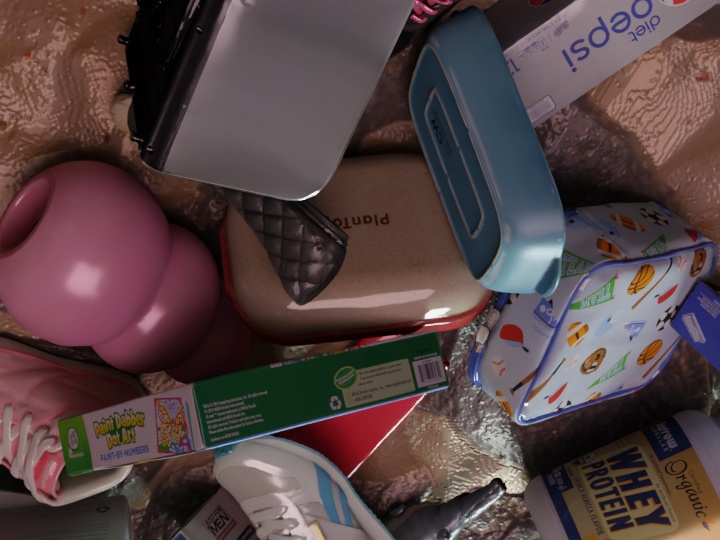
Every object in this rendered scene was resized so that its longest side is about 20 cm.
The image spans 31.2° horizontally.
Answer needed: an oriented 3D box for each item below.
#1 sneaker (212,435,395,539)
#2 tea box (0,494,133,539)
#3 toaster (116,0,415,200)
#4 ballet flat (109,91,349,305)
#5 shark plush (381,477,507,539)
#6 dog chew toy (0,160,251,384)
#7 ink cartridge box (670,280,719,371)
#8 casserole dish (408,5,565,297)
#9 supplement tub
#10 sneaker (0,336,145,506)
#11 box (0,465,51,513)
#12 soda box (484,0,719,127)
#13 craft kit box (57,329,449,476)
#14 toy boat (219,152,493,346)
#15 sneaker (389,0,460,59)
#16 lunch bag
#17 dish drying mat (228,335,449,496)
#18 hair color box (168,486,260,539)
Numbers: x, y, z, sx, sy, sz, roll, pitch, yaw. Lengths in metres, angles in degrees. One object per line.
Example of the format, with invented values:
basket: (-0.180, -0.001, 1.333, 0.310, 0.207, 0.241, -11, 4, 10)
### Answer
sneaker: (-0.042, 0.202, 0.991, 0.076, 0.081, 0.200, -21, 124, 37)
tea box: (-0.263, 0.292, 0.960, 0.196, 0.134, 0.200, -3, 106, -8)
toaster: (-0.059, -0.167, 0.768, 0.117, 0.182, 0.202, 16, 117, -24)
ballet flat: (-0.094, -0.054, 0.839, 0.057, 0.199, 0.066, -53, 162, 0)
shark plush: (0.050, 0.248, 1.085, 0.198, 0.084, 0.091, -32, 121, 8)
dog chew toy: (-0.155, 0.013, 0.893, 0.124, 0.125, 0.199, -42, 127, 14)
ink cartridge box: (0.329, 0.067, 0.986, 0.198, 0.094, 0.045, 15, 115, -43)
casserole dish: (0.076, -0.074, 0.839, 0.038, 0.203, 0.121, -13, 160, -14)
supplement tub: (0.249, 0.203, 1.061, 0.198, 0.145, 0.146, -25, 122, 4)
sneaker: (-0.253, 0.109, 0.936, 0.197, 0.105, 0.076, 12, 120, -16)
box: (-0.346, 0.209, 1.017, 0.197, 0.036, 0.146, 12, 117, -19)
soda box: (0.171, -0.184, 0.864, 0.199, 0.069, 0.064, -34, 121, 9)
craft kit box: (-0.075, 0.091, 0.878, 0.198, 0.049, 0.197, -9, 171, -39)
toy boat: (0.000, 0.000, 0.926, 0.196, 0.132, 0.131, -5, 152, -7)
sneaker: (0.054, -0.199, 0.819, 0.079, 0.096, 0.200, 37, 109, -29)
lunch bag: (0.167, 0.033, 0.945, 0.198, 0.076, 0.162, -7, 129, -44)
dish drying mat: (-0.018, 0.126, 1.040, 0.076, 0.018, 0.200, 32, 110, -25)
hair color box: (-0.074, 0.276, 1.021, 0.200, 0.100, 0.061, 46, 107, 2)
